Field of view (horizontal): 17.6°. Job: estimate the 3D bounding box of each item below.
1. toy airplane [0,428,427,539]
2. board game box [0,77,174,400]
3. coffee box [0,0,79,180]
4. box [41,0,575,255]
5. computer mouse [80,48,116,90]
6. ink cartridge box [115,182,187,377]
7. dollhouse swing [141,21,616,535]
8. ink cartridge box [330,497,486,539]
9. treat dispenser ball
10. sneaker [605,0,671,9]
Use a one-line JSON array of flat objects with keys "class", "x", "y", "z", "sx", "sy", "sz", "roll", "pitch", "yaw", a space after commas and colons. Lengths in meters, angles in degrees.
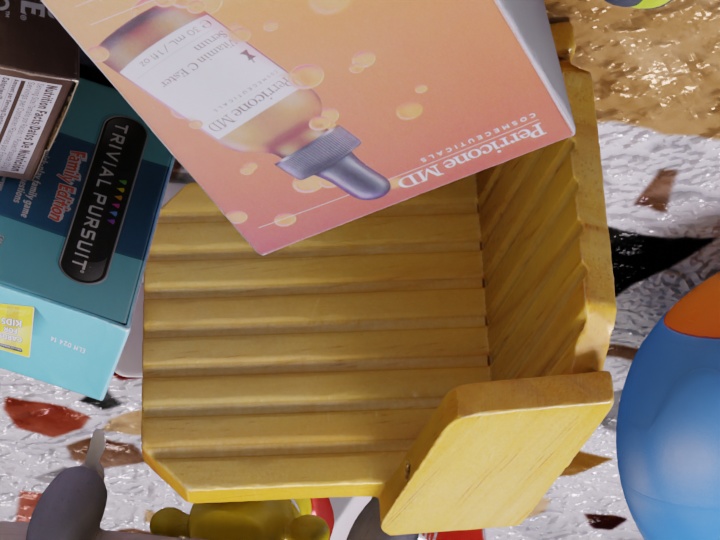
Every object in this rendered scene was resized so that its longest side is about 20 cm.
[{"class": "toy airplane", "x": -0.070, "y": 0.139, "z": 1.132, "sx": 0.199, "sy": 0.142, "sz": 0.199, "roll": -3, "pitch": -170, "yaw": -25}, {"class": "board game box", "x": -0.185, "y": -0.039, "z": 0.990, "sx": 0.199, "sy": 0.151, "sz": 0.047, "roll": 19, "pitch": 129, "yaw": -8}, {"class": "coffee box", "x": -0.218, "y": -0.116, "z": 0.943, "sx": 0.199, "sy": 0.115, "sz": 0.080, "roll": 8, "pitch": 147, "yaw": -19}, {"class": "box", "x": -0.022, "y": -0.120, "z": 0.929, "sx": 0.152, "sy": 0.107, "sz": 0.200, "roll": -21, "pitch": 142, "yaw": 14}, {"class": "computer mouse", "x": -0.090, "y": -0.105, "z": 1.058, "sx": 0.199, "sy": 0.034, "sz": 0.059, "roll": -13, "pitch": 130, "yaw": 9}, {"class": "ink cartridge box", "x": -0.032, "y": 0.026, "z": 1.193, "sx": 0.199, "sy": 0.117, "sz": 0.068, "roll": 7, "pitch": 151, "yaw": -14}, {"class": "dollhouse swing", "x": 0.000, "y": 0.000, "z": 1.069, "sx": 0.175, "sy": 0.201, "sz": 0.182, "roll": 7, "pitch": 149, "yaw": -14}, {"class": "ink cartridge box", "x": 0.014, "y": 0.128, "z": 1.313, "sx": 0.043, "sy": 0.174, "sz": 0.200, "roll": 8, "pitch": 148, "yaw": -17}, {"class": "treat dispenser ball", "x": 0.236, "y": 0.090, "z": 1.236, "sx": 0.200, "sy": 0.201, "sz": 0.201, "roll": -2, "pitch": 150, "yaw": -1}, {"class": "sneaker", "x": 0.100, "y": -0.181, "z": 0.909, "sx": 0.081, "sy": 0.074, "sz": 0.200, "roll": 3, "pitch": 142, "yaw": 4}]
